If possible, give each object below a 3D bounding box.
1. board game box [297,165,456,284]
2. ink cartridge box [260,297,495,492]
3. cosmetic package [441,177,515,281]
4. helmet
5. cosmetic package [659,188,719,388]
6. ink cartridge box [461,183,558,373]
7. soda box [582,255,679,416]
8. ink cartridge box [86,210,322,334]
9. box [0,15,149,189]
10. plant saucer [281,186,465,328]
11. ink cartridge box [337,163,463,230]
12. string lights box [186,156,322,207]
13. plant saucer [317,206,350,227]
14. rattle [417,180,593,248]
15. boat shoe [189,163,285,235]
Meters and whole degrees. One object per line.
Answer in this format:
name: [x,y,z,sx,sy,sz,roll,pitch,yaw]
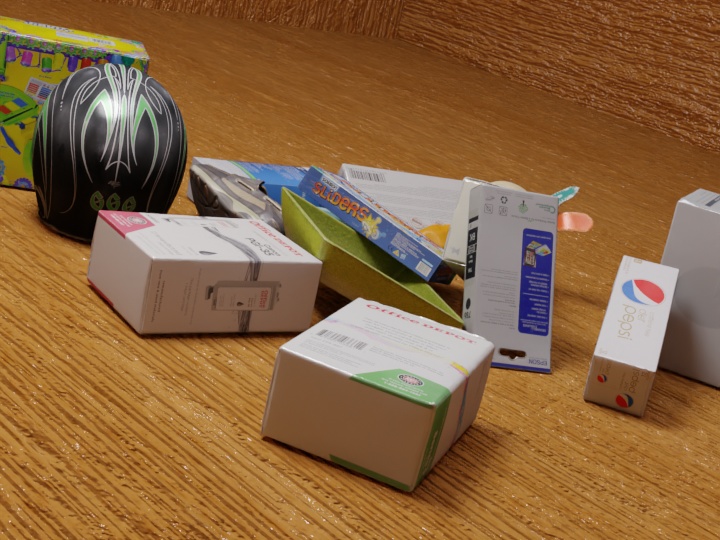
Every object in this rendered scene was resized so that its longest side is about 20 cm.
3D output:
board game box: [0.027,-0.054,1.596,0.199,0.035,0.135,36,7,13]
ink cartridge box: [0.021,0.102,1.146,0.144,0.088,0.200,18,19,16]
cosmetic package: [0.160,-0.035,1.571,0.070,0.106,0.200,15,-4,16]
helmet: [-0.294,-0.143,1.523,0.198,0.192,0.200,13,17,-4]
cosmetic package: [0.453,0.032,1.519,0.199,0.201,0.123,20,18,23]
ink cartridge box: [0.165,0.011,1.433,0.099,0.202,0.039,9,-13,-19]
soda box: [0.297,0.066,1.414,0.068,0.064,0.200,16,36,12]
ink cartridge box: [-0.161,0.001,1.342,0.199,0.083,0.146,1,20,-35]
box: [-0.388,-0.207,1.660,0.198,0.194,0.122,9,17,-17]
plant saucer: [0.000,0.000,1.452,0.199,0.048,0.200,31,8,-25]
ink cartridge box: [0.074,-0.069,1.839,0.198,0.045,0.177,6,43,-22]
string lights box: [-0.125,-0.107,1.777,0.198,0.059,0.103,3,19,-31]
plant saucer: [-0.046,-0.043,1.661,0.198,0.028,0.200,11,21,-4]
rattle: [0.181,-0.060,1.687,0.142,0.131,0.199,15,-7,-37]
boat shoe: [-0.148,-0.078,1.616,0.073,0.075,0.200,-19,41,-27]
